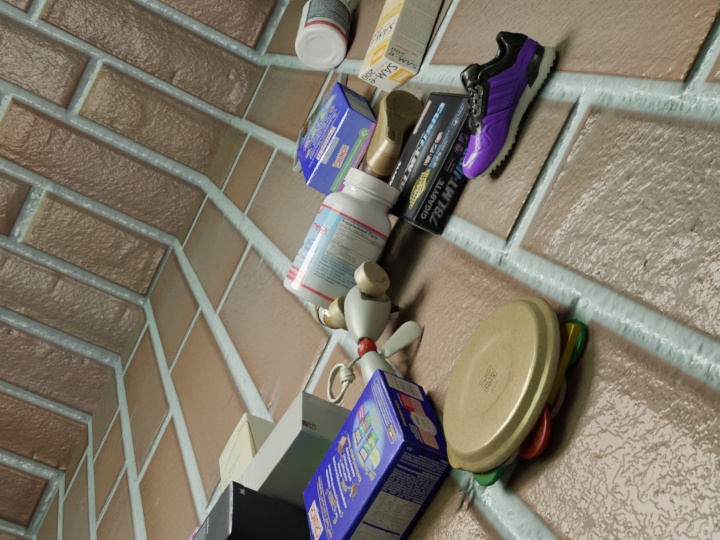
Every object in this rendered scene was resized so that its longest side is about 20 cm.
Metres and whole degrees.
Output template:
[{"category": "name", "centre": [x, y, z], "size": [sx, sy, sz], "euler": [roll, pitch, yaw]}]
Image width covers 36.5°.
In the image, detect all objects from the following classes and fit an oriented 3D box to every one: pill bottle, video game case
[{"category": "pill bottle", "centre": [-0.083, -0.574, 2.553], "size": [0.120, 0.119, 0.201], "euler": [-49, 24, 41]}, {"category": "video game case", "centre": [-0.090, -0.327, 2.418], "size": [0.200, 0.018, 0.144], "euler": [-49, 25, 40]}, {"category": "pill bottle", "centre": [-0.023, -0.042, 1.586], "size": [0.201, 0.108, 0.109], "euler": [-64, 18, 0]}]

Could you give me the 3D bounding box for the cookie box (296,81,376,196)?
[{"category": "cookie box", "centre": [-0.046, -0.252, 2.103], "size": [0.172, 0.075, 0.200], "euler": [-59, 19, 17]}]

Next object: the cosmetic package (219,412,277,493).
[{"category": "cosmetic package", "centre": [-0.164, 0.320, 1.706], "size": [0.104, 0.073, 0.200], "euler": [-61, 19, 13]}]

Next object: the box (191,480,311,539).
[{"category": "box", "centre": [-0.154, 0.402, 1.447], "size": [0.200, 0.148, 0.104], "euler": [-58, 19, 23]}]

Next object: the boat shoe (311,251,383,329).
[{"category": "boat shoe", "centre": [0.000, 0.000, 1.676], "size": [0.068, 0.075, 0.201], "euler": [17, 82, 54]}]

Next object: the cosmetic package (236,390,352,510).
[{"category": "cosmetic package", "centre": [-0.083, 0.271, 1.488], "size": [0.200, 0.107, 0.090], "euler": [-55, 21, 25]}]

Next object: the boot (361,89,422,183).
[{"category": "boot", "centre": [0.035, -0.196, 1.818], "size": [0.200, 0.072, 0.167], "euler": [-70, 6, -51]}]

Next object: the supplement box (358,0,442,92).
[{"category": "supplement box", "centre": [0.078, -0.443, 2.006], "size": [0.126, 0.073, 0.201], "euler": [-21, 47, 66]}]

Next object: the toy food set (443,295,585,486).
[{"category": "toy food set", "centre": [0.149, 0.121, 1.121], "size": [0.201, 0.049, 0.198], "euler": [-67, 18, -6]}]

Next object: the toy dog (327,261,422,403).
[{"category": "toy dog", "centre": [0.027, 0.090, 1.481], "size": [0.132, 0.096, 0.201], "euler": [-31, 50, 47]}]

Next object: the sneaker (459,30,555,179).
[{"category": "sneaker", "centre": [0.166, -0.222, 1.430], "size": [0.201, 0.099, 0.070], "euler": [-63, 16, 5]}]

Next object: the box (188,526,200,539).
[{"category": "box", "centre": [-0.249, 0.526, 1.635], "size": [0.200, 0.096, 0.176], "euler": [-57, 20, 22]}]

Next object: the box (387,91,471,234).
[{"category": "box", "centre": [0.109, -0.162, 1.603], "size": [0.201, 0.050, 0.198], "euler": [-64, 19, 4]}]

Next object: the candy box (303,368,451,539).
[{"category": "candy box", "centre": [0.015, 0.246, 1.292], "size": [0.200, 0.077, 0.169], "euler": [-59, 20, 16]}]
